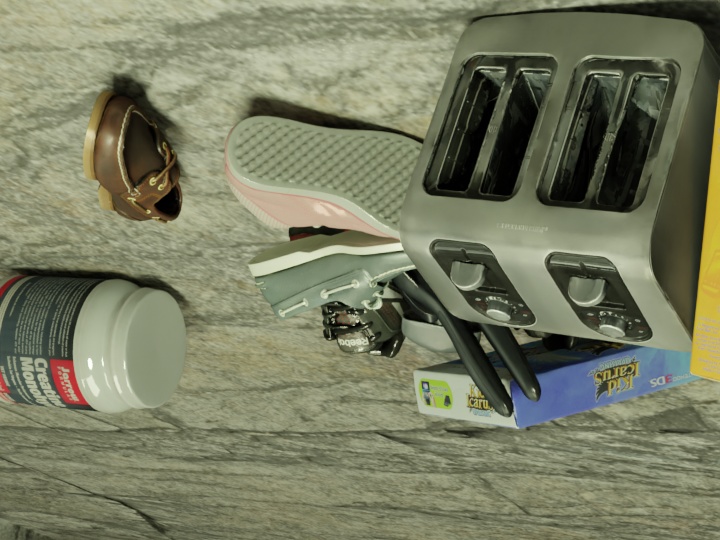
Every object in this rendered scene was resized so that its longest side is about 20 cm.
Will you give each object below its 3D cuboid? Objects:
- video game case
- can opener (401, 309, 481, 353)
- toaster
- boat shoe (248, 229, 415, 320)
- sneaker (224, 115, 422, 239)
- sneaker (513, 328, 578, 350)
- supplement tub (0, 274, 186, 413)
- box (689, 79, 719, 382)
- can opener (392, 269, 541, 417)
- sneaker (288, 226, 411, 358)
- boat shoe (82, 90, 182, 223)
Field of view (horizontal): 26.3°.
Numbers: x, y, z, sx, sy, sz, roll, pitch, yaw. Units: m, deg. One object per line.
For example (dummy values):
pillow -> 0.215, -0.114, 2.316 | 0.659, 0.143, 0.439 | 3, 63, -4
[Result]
video game case -> 0.175, 0.093, 1.386 | 0.198, 0.046, 0.181 | -12, -175, -25
can opener -> 0.137, 0.044, 1.389 | 0.197, 0.054, 0.068 | 7, 119, 1
toaster -> 0.142, -0.063, 0.969 | 0.179, 0.202, 0.119 | 8, 159, 33
boat shoe -> 0.000, 0.000, 1.265 | 0.198, 0.062, 0.073 | -10, -165, 31
sneaker -> -0.014, -0.066, 1.204 | 0.198, 0.076, 0.105 | 14, 167, -9
sneaker -> 0.142, 0.003, 1.269 | 0.075, 0.092, 0.200 | -3, 154, 38
supplement tub -> -0.302, 0.078, 1.652 | 0.198, 0.142, 0.140 | 2, 158, 25
box -> 0.250, -0.041, 0.934 | 0.041, 0.203, 0.118 | 10, -166, 36
can opener -> 0.086, 0.034, 1.278 | 0.200, 0.063, 0.079 | 51, 177, 30
sneaker -> -0.006, 0.018, 1.385 | 0.070, 0.099, 0.200 | 2, 157, 30
boat shoe -> -0.178, -0.087, 1.240 | 0.070, 0.071, 0.200 | 18, 169, 2
